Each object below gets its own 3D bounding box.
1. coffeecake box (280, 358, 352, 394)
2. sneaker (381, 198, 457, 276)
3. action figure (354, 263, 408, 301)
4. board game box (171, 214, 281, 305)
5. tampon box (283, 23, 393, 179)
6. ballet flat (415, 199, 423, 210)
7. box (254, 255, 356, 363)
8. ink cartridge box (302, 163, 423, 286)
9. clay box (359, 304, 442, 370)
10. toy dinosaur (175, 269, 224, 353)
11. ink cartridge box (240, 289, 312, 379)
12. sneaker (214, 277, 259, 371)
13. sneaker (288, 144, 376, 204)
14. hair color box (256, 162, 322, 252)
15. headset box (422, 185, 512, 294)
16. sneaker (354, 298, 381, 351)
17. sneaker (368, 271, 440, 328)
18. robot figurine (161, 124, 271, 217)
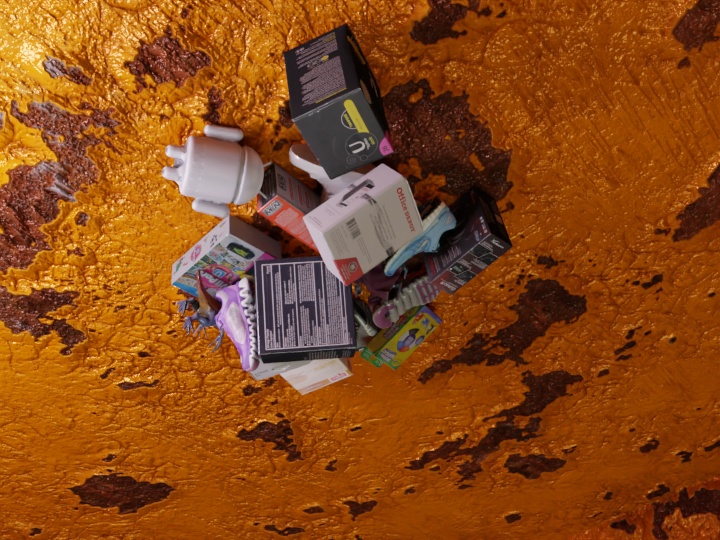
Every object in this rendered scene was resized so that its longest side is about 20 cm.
[{"bbox_3d":[-0.132,0.215,1.971,0.153,0.073,0.200,-23,136,14],"label":"coffeecake box"},{"bbox_3d":[0.124,-0.054,1.648,0.090,0.078,0.200,40,108,-20],"label":"sneaker"},{"bbox_3d":[0.000,0.000,1.742,0.199,0.134,0.150,14,103,9],"label":"action figure"},{"bbox_3d":[-0.290,-0.015,1.697,0.200,0.064,0.147,-37,132,28],"label":"board game box"},{"bbox_3d":[-0.038,-0.290,1.344,0.126,0.201,0.150,-22,137,13],"label":"tampon box"},{"bbox_3d":[0.040,-0.104,1.653,0.200,0.072,0.072,-35,139,-11],"label":"ballet flat"},{"bbox_3d":[-0.115,0.080,1.622,0.197,0.201,0.123,-3,165,-5],"label":"box"},{"bbox_3d":[0.009,-0.091,1.534,0.200,0.083,0.147,-35,130,-13],"label":"ink cartridge box"},{"bbox_3d":[0.100,0.164,1.915,0.200,0.048,0.115,-47,142,3],"label":"clay box"},{"bbox_3d":[-0.310,0.109,1.725,0.181,0.105,0.200,5,128,-46],"label":"toy dinosaur"},{"bbox_3d":[-0.193,0.129,1.770,0.145,0.201,0.088,-20,138,11],"label":"ink cartridge box"},{"bbox_3d":[-0.262,0.119,1.662,0.088,0.201,0.081,-10,163,-4],"label":"sneaker"},{"bbox_3d":[-0.067,-0.174,1.560,0.199,0.074,0.116,14,129,-27],"label":"sneaker"},{"bbox_3d":[-0.120,-0.119,1.589,0.061,0.102,0.200,-35,132,24],"label":"hair color box"},{"bbox_3d":[0.214,-0.058,1.687,0.077,0.149,0.200,27,127,-34],"label":"headset box"},{"bbox_3d":[-0.010,0.150,1.927,0.115,0.075,0.200,-24,137,18],"label":"sneaker"},{"bbox_3d":[0.099,0.048,1.828,0.200,0.088,0.081,-30,130,-12],"label":"sneaker"},{"bbox_3d":[-0.268,-0.187,1.473,0.199,0.113,0.171,8,100,-19],"label":"robot figurine"}]
